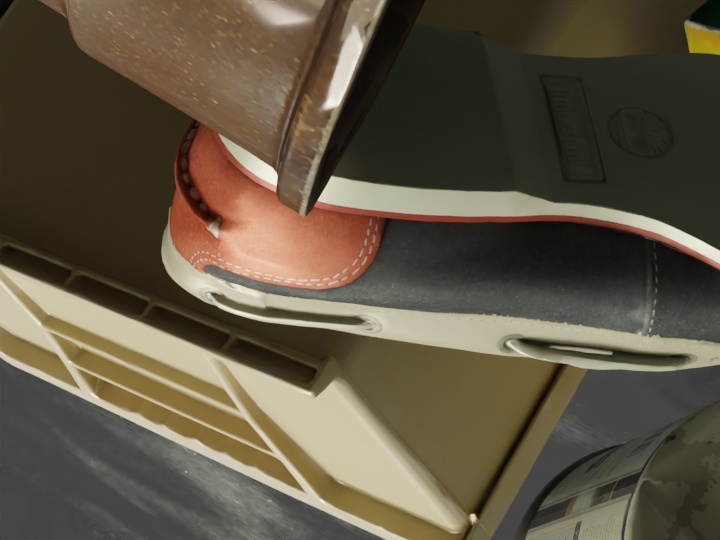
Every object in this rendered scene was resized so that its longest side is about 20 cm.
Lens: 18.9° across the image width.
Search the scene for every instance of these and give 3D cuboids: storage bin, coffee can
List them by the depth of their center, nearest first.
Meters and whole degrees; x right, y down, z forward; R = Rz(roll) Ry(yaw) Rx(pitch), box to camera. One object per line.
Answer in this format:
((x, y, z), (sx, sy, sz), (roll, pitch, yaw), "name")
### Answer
((-0.014, -0.052, 0.609), (0.198, 0.200, 0.094), (20, 160, 36), "storage bin")
((0.160, 0.138, 0.976), (0.146, 0.146, 0.200), (32, 165, -2), "coffee can")

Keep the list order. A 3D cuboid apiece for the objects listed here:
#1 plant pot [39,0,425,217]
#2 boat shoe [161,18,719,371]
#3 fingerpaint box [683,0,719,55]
((-0.054, -0.141, 0.372), (0.198, 0.200, 0.200), (26, 165, -1), "plant pot")
((0.056, -0.008, 0.486), (0.200, 0.071, 0.063), (8, 138, -15), "boat shoe")
((0.193, 0.009, 0.549), (0.200, 0.073, 0.167), (19, 137, 39), "fingerpaint box")
